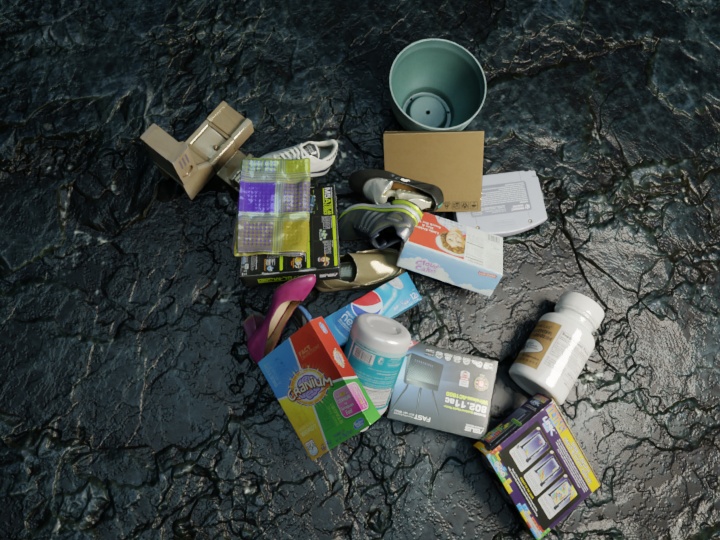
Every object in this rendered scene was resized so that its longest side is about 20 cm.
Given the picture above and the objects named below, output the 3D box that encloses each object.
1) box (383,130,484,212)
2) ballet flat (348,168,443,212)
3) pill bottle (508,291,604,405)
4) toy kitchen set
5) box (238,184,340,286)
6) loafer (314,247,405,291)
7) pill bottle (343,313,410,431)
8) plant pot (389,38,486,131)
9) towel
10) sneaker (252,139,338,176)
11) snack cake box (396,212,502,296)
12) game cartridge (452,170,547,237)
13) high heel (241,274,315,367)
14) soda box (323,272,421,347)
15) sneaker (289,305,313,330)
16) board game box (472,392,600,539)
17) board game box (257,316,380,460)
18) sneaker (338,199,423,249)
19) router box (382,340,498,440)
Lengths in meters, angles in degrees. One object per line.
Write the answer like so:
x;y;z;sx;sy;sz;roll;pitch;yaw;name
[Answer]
0.146;-0.198;1.094;0.197;0.021;0.166;1;117;10;box
0.068;-0.156;1.076;0.197;0.069;0.069;10;34;5;ballet flat
0.385;0.147;1.055;0.114;0.114;0.201;35;76;4;pill bottle
-0.278;-0.239;1.062;0.162;0.181;0.201;37;76;4;toy kitchen set
-0.137;-0.071;1.064;0.190;0.048;0.203;-4;59;-2;box
0.000;0.000;1.083;0.197;0.068;0.077;-14;78;-8;loafer
0.012;0.189;0.991;0.109;0.111;0.203;18;107;0;pill bottle
0.151;-0.358;1.147;0.197;0.134;0.204;1;76;-4;plant pot
-0.165;-0.120;1.023;0.141;0.023;0.203;2;76;2;towel
-0.138;-0.222;1.096;0.198;0.080;0.077;-24;87;-27;sneaker
0.179;-0.037;1.081;0.197;0.068;0.116;18;45;-1;snack cake box
0.291;-0.138;1.157;0.197;0.041;0.135;-7;74;-6;game cartridge
-0.140;0.093;1.012;0.200;0.067;0.097;-41;63;28;high heel
0.018;0.083;1.064;0.198;0.068;0.065;-30;80;-11;soda box
-0.108;0.162;1.033;0.081;0.071;0.203;-12;76;-5;sneaker
0.325;0.358;1.000;0.164;0.057;0.202;-33;100;-13;board game box
-0.077;0.208;0.956;0.153;0.040;0.201;-39;78;27;board game box
0.023;-0.083;1.054;0.074;0.198;0.082;48;51;-32;sneaker
0.153;0.228;1.043;0.197;0.062;0.152;13;77;-1;router box
